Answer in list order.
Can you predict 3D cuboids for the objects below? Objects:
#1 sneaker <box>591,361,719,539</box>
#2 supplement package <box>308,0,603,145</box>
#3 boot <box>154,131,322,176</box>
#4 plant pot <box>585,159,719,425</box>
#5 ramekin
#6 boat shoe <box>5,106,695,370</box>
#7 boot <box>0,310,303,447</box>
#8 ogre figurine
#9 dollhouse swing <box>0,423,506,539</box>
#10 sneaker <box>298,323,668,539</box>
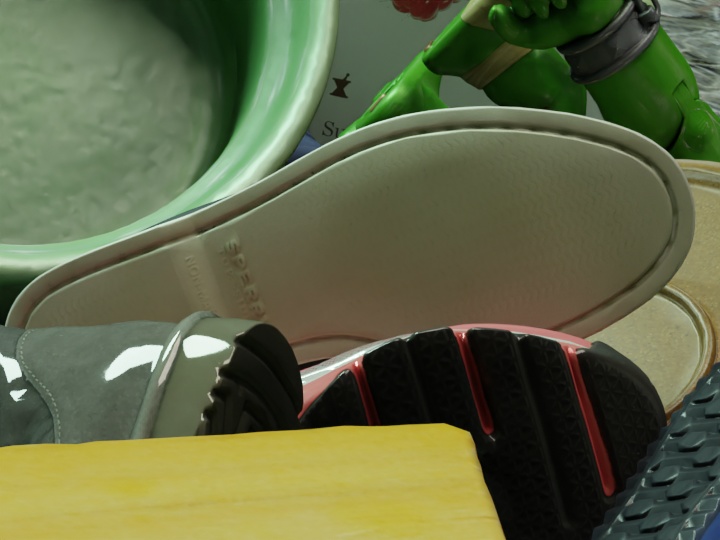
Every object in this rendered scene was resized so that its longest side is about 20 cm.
[{"bbox_3d":[0.106,0.076,0.660,0.200,0.079,0.066,-49,17,-30],"label":"sneaker"},{"bbox_3d":[0.046,-0.126,1.044,0.121,0.201,0.120,9,21,-4],"label":"supplement package"},{"bbox_3d":[-0.097,-0.037,0.923,0.199,0.073,0.090,-8,31,-33],"label":"boot"},{"bbox_3d":[0.071,0.032,0.757,0.199,0.028,0.201,-11,43,10],"label":"plant pot"},{"bbox_3d":[-0.112,-0.076,0.851,0.199,0.201,0.098,8,-21,-9],"label":"ramekin"},{"bbox_3d":[0.000,0.002,0.749,0.198,0.075,0.066,-21,-2,15],"label":"boat shoe"},{"bbox_3d":[-0.125,0.075,0.608,0.199,0.073,0.182,5,55,23],"label":"boot"},{"bbox_3d":[0.066,-0.036,0.903,0.120,0.200,0.098,43,45,-4],"label":"ogre figurine"},{"bbox_3d":[-0.029,0.149,0.314,0.181,0.201,0.176,-2,24,-31],"label":"dollhouse swing"},{"bbox_3d":[-0.020,0.051,0.699,0.199,0.074,0.087,-13,13,-9],"label":"sneaker"}]
